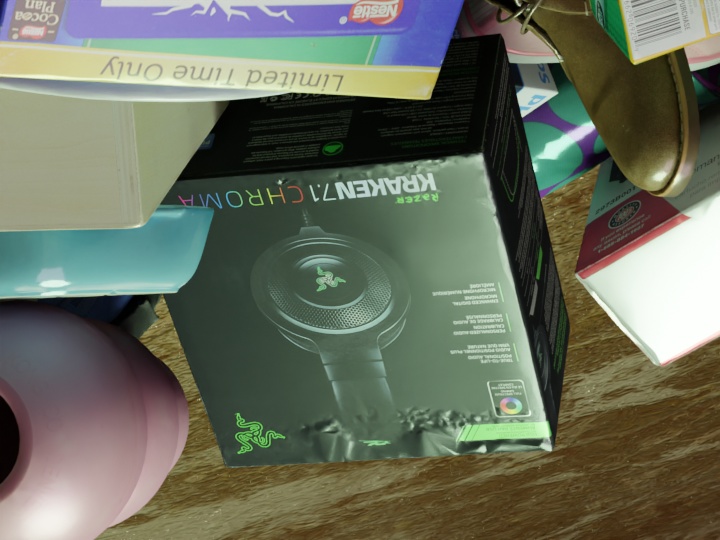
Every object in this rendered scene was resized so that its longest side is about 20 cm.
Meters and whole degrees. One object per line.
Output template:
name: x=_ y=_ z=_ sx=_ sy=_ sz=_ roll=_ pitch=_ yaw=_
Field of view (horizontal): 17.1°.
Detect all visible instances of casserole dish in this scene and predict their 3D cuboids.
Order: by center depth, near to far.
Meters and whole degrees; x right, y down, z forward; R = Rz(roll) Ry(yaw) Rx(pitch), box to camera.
casserole dish: x=-0.150 y=-0.006 z=1.055 sx=0.121 sy=0.039 sz=0.200 roll=-1 pitch=180 yaw=-39

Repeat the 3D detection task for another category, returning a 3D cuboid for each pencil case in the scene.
pencil case: x=0.118 y=-0.090 z=1.360 sx=0.200 sy=0.085 sz=0.092 roll=-30 pitch=146 yaw=28

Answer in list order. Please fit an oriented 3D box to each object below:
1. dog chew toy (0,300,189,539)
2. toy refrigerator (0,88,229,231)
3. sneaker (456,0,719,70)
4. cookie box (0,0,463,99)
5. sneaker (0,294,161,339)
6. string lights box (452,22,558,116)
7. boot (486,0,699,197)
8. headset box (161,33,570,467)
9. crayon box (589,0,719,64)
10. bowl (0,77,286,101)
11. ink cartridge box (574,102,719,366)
dog chew toy: x=-0.147 y=0.077 z=1.180 sx=0.124 sy=0.125 sz=0.200 roll=-25 pitch=172 yaw=16
toy refrigerator: x=-0.110 y=-0.078 z=1.009 sx=0.075 sy=0.070 sz=0.200 roll=-1 pitch=-162 yaw=8
sneaker: x=0.154 y=-0.153 z=1.228 sx=0.199 sy=0.076 sz=0.105 roll=-6 pitch=163 yaw=-25
cookie box: x=-0.033 y=-0.160 z=0.779 sx=0.170 sy=0.075 sz=0.201 roll=0 pitch=126 yaw=-28
sneaker: x=-0.179 y=0.026 z=1.259 sx=0.200 sy=0.077 sz=0.112 roll=-41 pitch=140 yaw=-28
string lights box: x=0.000 y=-0.101 z=1.242 sx=0.103 sy=0.059 sz=0.200 roll=-33 pitch=158 yaw=34
boot: x=0.087 y=-0.115 z=1.069 sx=0.075 sy=0.201 sz=0.074 roll=-9 pitch=151 yaw=-27
headset box: x=0.000 y=0.000 z=1.153 sx=0.173 sy=0.093 sz=0.201 roll=-4 pitch=130 yaw=14
crayon box: x=0.133 y=-0.194 z=0.932 sx=0.118 sy=0.058 sz=0.201 roll=-18 pitch=119 yaw=-4
bowl: x=-0.093 y=-0.134 z=0.936 sx=0.200 sy=0.091 sz=0.201 roll=4 pitch=-162 yaw=-1
ink cartridge box: x=0.213 y=-0.061 z=1.370 sx=0.144 sy=0.084 sz=0.200 roll=-31 pitch=-157 yaw=31
